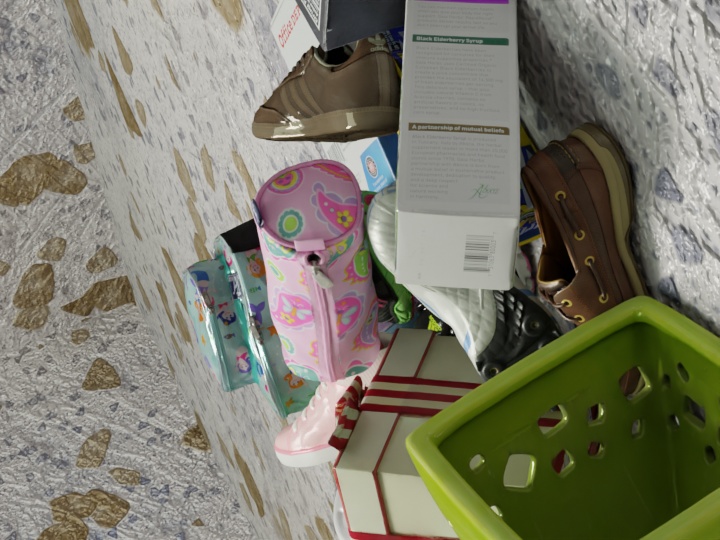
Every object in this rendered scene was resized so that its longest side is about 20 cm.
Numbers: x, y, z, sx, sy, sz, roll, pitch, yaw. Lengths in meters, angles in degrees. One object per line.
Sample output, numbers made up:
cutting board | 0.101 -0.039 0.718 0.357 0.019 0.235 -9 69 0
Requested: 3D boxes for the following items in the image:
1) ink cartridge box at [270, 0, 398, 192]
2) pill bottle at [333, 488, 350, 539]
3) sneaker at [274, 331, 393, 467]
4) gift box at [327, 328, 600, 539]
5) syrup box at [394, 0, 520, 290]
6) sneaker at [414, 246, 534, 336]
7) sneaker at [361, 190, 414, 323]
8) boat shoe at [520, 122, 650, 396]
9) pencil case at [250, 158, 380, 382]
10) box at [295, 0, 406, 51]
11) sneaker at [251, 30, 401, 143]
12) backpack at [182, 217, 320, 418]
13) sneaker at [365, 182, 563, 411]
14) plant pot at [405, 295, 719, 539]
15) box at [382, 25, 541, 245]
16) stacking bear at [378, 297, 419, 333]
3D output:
ink cartridge box | 0.007 -0.156 1.229 0.201 0.084 0.145 65 163 5
pill bottle | 0.074 0.249 1.383 0.200 0.112 0.112 37 -170 -41
sneaker | -0.014 0.110 1.305 0.199 0.075 0.105 -18 102 42
gift box | 0.074 0.162 1.106 0.200 0.185 0.186 -57 -37 -51
syrup box | 0.065 -0.092 0.969 0.079 0.081 0.201 89 -175 -54
sneaker | 0.088 0.029 1.202 0.074 0.087 0.201 57 161 36
sneaker | 0.000 0.000 1.204 0.200 0.083 0.077 78 -175 -64
boat shoe | 0.149 0.002 0.985 0.072 0.067 0.201 42 150 59
pencil case | -0.031 0.006 1.096 0.088 0.087 0.201 58 165 31
box | -0.011 -0.303 1.013 0.199 0.122 0.201 96 150 -59
sneaker | -0.024 -0.140 1.134 0.200 0.070 0.076 4 93 60
backpack | -0.094 0.051 1.478 0.201 0.150 0.177 65 171 -4
sneaker | 0.082 0.016 1.033 0.200 0.072 0.073 49 -163 -6
plant pot | 0.173 0.166 0.908 0.200 0.198 0.182 42 158 57
box | 0.071 -0.110 1.098 0.201 0.070 0.064 62 162 21
stacking bear | 0.067 0.104 1.353 0.200 0.121 0.114 52 135 18
